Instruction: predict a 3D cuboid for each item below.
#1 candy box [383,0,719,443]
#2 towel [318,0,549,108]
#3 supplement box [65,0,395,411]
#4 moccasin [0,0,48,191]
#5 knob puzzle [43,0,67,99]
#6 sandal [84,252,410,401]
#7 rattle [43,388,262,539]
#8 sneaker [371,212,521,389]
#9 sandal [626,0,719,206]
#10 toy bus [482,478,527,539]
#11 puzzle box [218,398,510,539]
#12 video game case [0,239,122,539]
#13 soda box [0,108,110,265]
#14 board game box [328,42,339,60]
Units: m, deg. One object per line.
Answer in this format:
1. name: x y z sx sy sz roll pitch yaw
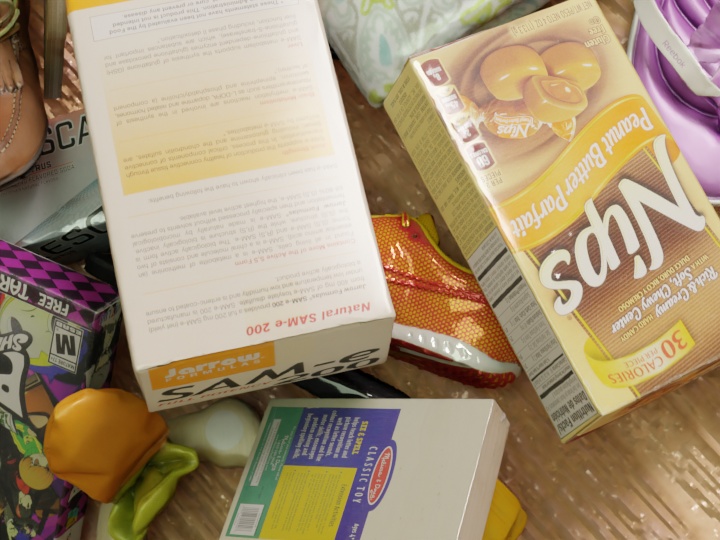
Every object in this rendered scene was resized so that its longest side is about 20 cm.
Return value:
1. candy box: 0.109 -0.029 0.852 0.115 0.055 0.201 -23 76 -22
2. towel: 0.045 -0.208 0.893 0.199 0.048 0.172 -33 74 4
3. supplement box: -0.066 -0.045 0.835 0.125 0.074 0.202 -11 71 -6
4. moccasin: -0.207 -0.116 0.904 0.073 0.078 0.203 -14 45 9
5. knob puzzle: -0.150 -0.212 0.888 0.030 0.220 0.222 1 81 -11
6. sandal: -0.068 0.045 0.899 0.199 0.075 0.045 28 99 12
7. rattle: -0.070 0.159 0.849 0.129 0.143 0.202 -16 71 -9
8. sneaker: 0.000 0.000 0.897 0.198 0.073 0.078 19 77 6
9. sandal: 0.177 -0.136 0.881 0.082 0.050 0.205 -1 81 12
10. toy bus: 0.008 0.181 0.828 0.065 0.078 0.200 45 76 -18
11. puzzle box: -0.013 0.150 0.790 0.132 0.025 0.201 -2 53 32
12. video game case: -0.230 0.059 0.908 0.198 0.036 0.183 22 117 15
13. soda box: -0.154 -0.047 0.934 0.198 0.064 0.069 -16 78 10
14. board game box: -0.008 -0.185 0.941 0.198 0.028 0.137 13 83 14
